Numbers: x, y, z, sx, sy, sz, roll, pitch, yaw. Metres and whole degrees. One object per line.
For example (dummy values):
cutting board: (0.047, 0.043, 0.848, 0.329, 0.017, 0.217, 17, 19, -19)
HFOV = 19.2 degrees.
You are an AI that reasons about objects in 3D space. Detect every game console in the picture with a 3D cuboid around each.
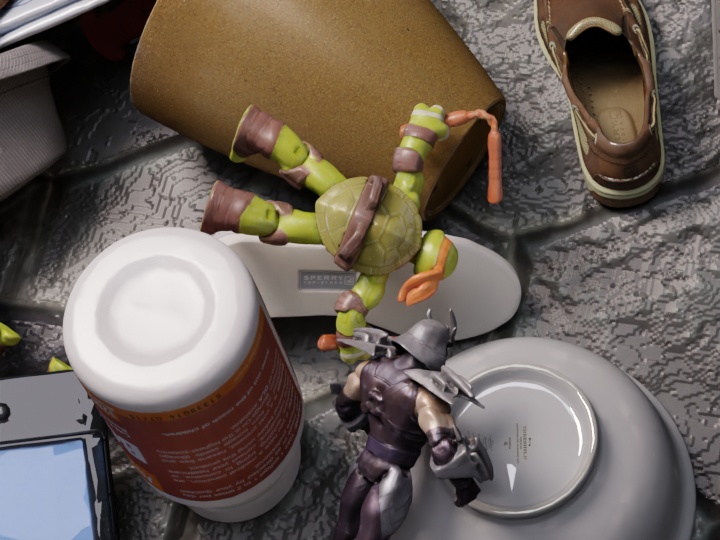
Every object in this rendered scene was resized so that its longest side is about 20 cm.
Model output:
game console: (-0.226, 0.159, 1.216, 0.175, 0.116, 0.202, -6, 82, -5)

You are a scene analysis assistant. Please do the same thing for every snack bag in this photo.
snack bag: (-0.241, -0.187, 1.448, 0.188, 0.021, 0.200, -23, 24, 9)

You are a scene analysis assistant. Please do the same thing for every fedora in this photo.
fedora: (-0.273, -0.077, 1.396, 0.199, 0.177, 0.091, -24, 95, -19)

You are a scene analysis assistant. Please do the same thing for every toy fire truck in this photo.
toy fire truck: (-0.114, -0.241, 1.490, 0.199, 0.049, 0.141, -30, 37, 9)

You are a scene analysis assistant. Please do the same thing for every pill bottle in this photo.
pill bottle: (-0.094, 0.070, 1.238, 0.111, 0.200, 0.113, -5, 60, 8)

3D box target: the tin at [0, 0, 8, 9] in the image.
tin: (-0.317, -0.160, 1.399, 0.199, 0.042, 0.112, -15, 30, 25)

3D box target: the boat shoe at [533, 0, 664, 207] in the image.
boat shoe: (0.158, -0.144, 1.380, 0.074, 0.075, 0.203, -15, 60, 2)

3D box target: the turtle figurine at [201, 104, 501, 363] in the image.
turtle figurine: (-0.010, -0.020, 1.253, 0.160, 0.064, 0.201, 22, 90, 0)

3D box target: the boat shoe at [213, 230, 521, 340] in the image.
boat shoe: (0.000, 0.000, 1.337, 0.198, 0.072, 0.069, -1, 25, -1)

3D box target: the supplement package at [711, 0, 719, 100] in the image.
supplement package: (0.292, -0.170, 1.296, 0.117, 0.200, 0.117, 37, 74, 26)

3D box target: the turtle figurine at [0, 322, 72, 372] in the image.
turtle figurine: (-0.234, 0.122, 1.315, 0.199, 0.064, 0.162, 31, 86, 11)

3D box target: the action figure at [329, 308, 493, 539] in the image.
action figure: (0.014, 0.114, 1.188, 0.130, 0.069, 0.201, 29, 99, 63)

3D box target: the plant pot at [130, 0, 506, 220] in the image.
plant pot: (-0.012, -0.126, 1.360, 0.199, 0.187, 0.187, 34, 72, 12)

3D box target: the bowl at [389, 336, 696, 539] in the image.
bowl: (0.095, 0.115, 1.241, 0.200, 0.091, 0.202, -5, 60, 8)
